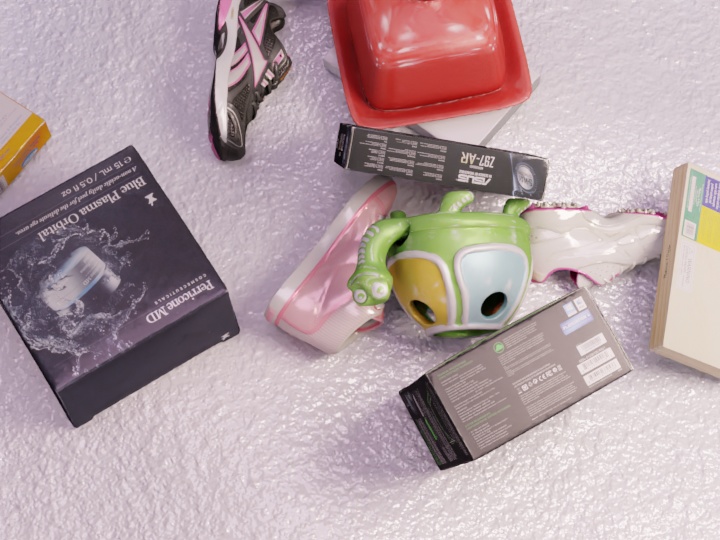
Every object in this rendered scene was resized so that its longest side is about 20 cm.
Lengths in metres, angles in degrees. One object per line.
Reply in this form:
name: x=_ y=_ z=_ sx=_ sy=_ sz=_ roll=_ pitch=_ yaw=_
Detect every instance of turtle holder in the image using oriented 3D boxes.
turtle holder: x=0.089 y=-0.003 z=1.662 sx=0.141 sy=0.185 sz=0.132 roll=-9 pitch=80 yaw=32

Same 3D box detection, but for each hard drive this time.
hard drive: x=0.078 y=-0.218 z=1.841 sx=0.200 sy=0.027 sz=0.132 roll=36 pitch=72 yaw=17

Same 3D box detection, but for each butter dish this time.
butter dish: x=0.069 y=-0.269 z=1.769 sx=0.199 sy=0.148 sz=0.200 roll=-10 pitch=66 yaw=-1

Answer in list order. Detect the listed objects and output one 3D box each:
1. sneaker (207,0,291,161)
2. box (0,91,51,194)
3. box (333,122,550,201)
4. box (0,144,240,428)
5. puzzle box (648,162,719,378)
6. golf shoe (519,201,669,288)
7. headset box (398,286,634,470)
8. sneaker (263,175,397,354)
sneaker: x=-0.117 y=-0.214 z=1.821 sx=0.086 sy=0.080 sz=0.200 roll=5 pitch=71 yaw=-7
box: x=-0.449 y=-0.159 z=1.826 sx=0.200 sy=0.041 sz=0.119 roll=32 pitch=71 yaw=17
box: x=0.078 y=-0.111 z=1.701 sx=0.200 sy=0.160 sz=0.044 roll=9 pitch=96 yaw=-6
box: x=-0.257 y=0.015 z=1.698 sx=0.196 sy=0.117 sz=0.200 roll=-31 pitch=70 yaw=-12
puzzle box: x=0.359 y=0.005 z=1.689 sx=0.133 sy=0.025 sz=0.200 roll=21 pitch=68 yaw=-24
golf shoe: x=0.259 y=-0.022 z=1.732 sx=0.200 sy=0.075 sz=0.092 roll=3 pitch=90 yaw=1
headset box: x=0.141 y=0.107 z=1.604 sx=0.174 sy=0.200 sz=0.093 roll=-28 pitch=84 yaw=-9
sneaker: x=0.000 y=0.000 z=1.722 sx=0.105 sy=0.075 sz=0.200 roll=35 pitch=70 yaw=9
